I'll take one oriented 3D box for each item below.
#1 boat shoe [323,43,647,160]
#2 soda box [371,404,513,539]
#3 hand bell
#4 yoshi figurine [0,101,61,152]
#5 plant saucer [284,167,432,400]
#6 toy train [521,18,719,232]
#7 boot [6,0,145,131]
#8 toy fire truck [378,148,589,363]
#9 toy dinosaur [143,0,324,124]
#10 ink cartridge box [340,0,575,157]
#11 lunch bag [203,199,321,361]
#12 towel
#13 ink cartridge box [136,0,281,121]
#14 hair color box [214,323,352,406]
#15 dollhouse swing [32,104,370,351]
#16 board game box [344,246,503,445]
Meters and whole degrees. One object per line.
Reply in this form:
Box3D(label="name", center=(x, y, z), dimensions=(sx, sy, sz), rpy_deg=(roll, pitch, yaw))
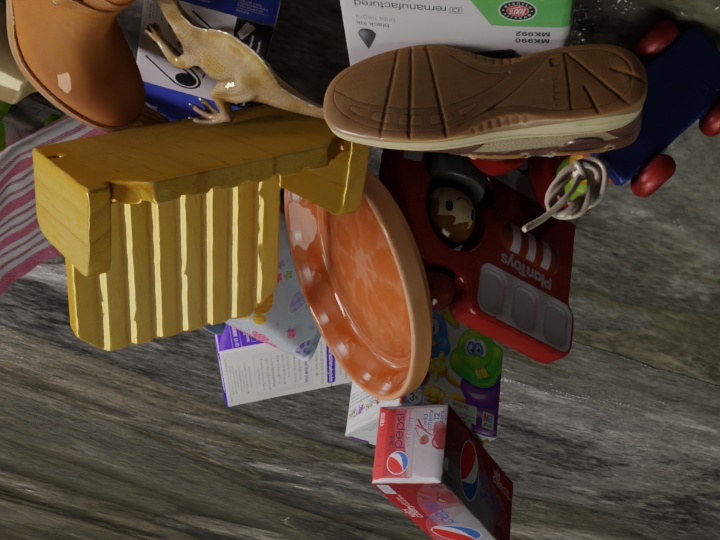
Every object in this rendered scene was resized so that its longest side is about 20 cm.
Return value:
Box3D(label="boat shoe", center=(0.077, -0.094, 0.764), dimensions=(0.197, 0.073, 0.072), rpy_deg=(-4, 152, 10))
Box3D(label="soda box", center=(0.075, 0.183, 1.055), dimensions=(0.063, 0.071, 0.200), rpy_deg=(-5, 150, 22))
Box3D(label="hand bell", center=(-0.215, -0.132, 0.909), dimensions=(0.199, 0.105, 0.104), rpy_deg=(26, 149, -22))
Box3D(label="yoshi figurine", center=(-0.308, -0.117, 1.036), dimensions=(0.112, 0.112, 0.200), rpy_deg=(49, 170, 7))
Box3D(label="plant saucer", center=(0.000, 0.000, 0.939), dimensions=(0.032, 0.202, 0.201), rpy_deg=(-19, 164, -24))
Box3D(label="toy train", center=(0.163, -0.076, 0.851), dimensions=(0.085, 0.199, 0.116), rpy_deg=(49, 163, 5))
Box3D(label="boot", center=(-0.172, -0.171, 0.780), dimensions=(0.154, 0.074, 0.201), rpy_deg=(8, 139, 49))
Box3D(label="toy fire truck", center=(0.097, -0.034, 0.958), dimensions=(0.199, 0.170, 0.112), rpy_deg=(26, 149, -32))
Box3D(label="toy dinosaur", center=(-0.078, -0.129, 0.815), dimensions=(0.199, 0.059, 0.101), rpy_deg=(33, 163, -15))
Box3D(label="ink cartridge box", center=(0.067, -0.163, 0.803), dimensions=(0.144, 0.085, 0.201), rpy_deg=(5, 154, 9))
Box3D(label="lunch bag", center=(-0.129, -0.018, 1.095), dimensions=(0.199, 0.128, 0.169), rpy_deg=(25, 170, 44))
Box3D(label="towel", center=(-0.275, -0.053, 1.042), dimensions=(0.030, 0.146, 0.201), rpy_deg=(41, 140, 9))
Box3D(label="ink cartridge box", center=(-0.120, -0.155, 0.922), dimensions=(0.093, 0.045, 0.200), rpy_deg=(14, 154, -8))
Box3D(label="hair color box", center=(-0.045, 0.067, 1.225), dimensions=(0.197, 0.065, 0.110), rpy_deg=(-9, 146, -7))
Box3D(label="dollhouse swing", center=(-0.111, -0.011, 0.868), dimensions=(0.198, 0.178, 0.181), rpy_deg=(-14, -157, -26))
Box3D(label="board game box", center=(0.064, 0.056, 1.113), dimensions=(0.102, 0.202, 0.105), rpy_deg=(19, 152, -22))
